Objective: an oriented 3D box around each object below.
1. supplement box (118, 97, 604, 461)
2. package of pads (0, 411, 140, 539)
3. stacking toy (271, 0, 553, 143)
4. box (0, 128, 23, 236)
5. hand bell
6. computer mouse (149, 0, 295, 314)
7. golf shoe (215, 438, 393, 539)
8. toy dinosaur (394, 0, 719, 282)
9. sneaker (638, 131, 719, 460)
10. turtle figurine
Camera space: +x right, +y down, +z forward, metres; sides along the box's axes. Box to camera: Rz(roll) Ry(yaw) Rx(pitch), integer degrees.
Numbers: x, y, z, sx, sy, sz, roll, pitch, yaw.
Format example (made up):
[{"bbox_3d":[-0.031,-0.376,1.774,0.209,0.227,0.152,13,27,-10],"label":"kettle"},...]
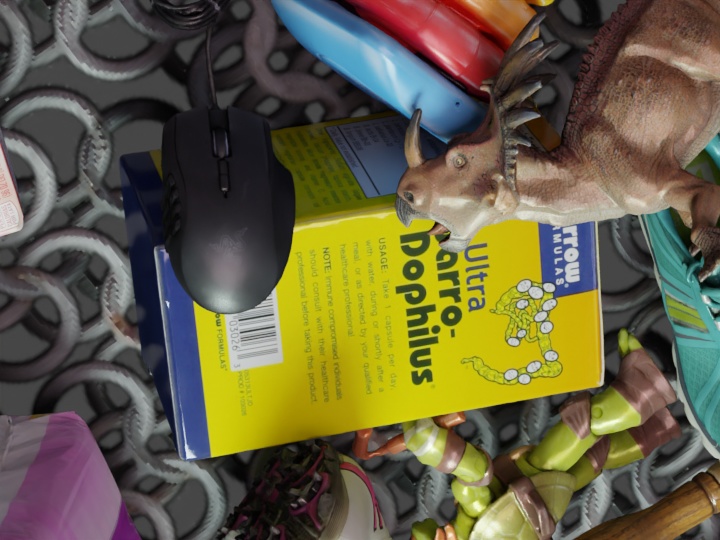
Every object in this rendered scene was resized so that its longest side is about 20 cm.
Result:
[{"bbox_3d":[0.000,0.000,1.293,0.199,0.109,0.110,-10,116,-9],"label":"supplement box"},{"bbox_3d":[-0.138,0.176,1.330,0.075,0.121,0.201,-9,121,23],"label":"package of pads"},{"bbox_3d":[0.060,-0.161,1.249,0.116,0.110,0.200,32,92,-39],"label":"stacking toy"},{"bbox_3d":[-0.217,-0.108,1.194,0.094,0.103,0.201,-18,118,-5],"label":"box"},{"bbox_3d":[0.163,0.112,1.365,0.199,0.104,0.104,-32,118,-12],"label":"hand bell"},{"bbox_3d":[-0.061,-0.078,1.216,0.058,0.034,0.201,-4,71,-7],"label":"computer mouse"},{"bbox_3d":[-0.010,0.127,1.294,0.092,0.200,0.073,37,86,-3],"label":"golf shoe"},{"bbox_3d":[0.118,-0.077,1.209,0.135,0.086,0.200,40,69,-3],"label":"toy dinosaur"},{"bbox_3d":[0.171,0.016,1.312,0.077,0.080,0.201,-23,82,4],"label":"sneaker"},{"bbox_3d":[0.077,0.098,1.356,0.161,0.064,0.200,-36,141,-7],"label":"turtle figurine"}]
